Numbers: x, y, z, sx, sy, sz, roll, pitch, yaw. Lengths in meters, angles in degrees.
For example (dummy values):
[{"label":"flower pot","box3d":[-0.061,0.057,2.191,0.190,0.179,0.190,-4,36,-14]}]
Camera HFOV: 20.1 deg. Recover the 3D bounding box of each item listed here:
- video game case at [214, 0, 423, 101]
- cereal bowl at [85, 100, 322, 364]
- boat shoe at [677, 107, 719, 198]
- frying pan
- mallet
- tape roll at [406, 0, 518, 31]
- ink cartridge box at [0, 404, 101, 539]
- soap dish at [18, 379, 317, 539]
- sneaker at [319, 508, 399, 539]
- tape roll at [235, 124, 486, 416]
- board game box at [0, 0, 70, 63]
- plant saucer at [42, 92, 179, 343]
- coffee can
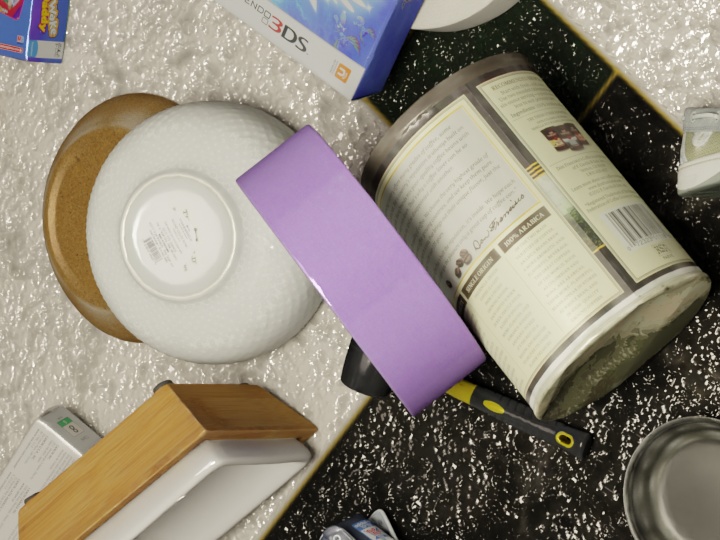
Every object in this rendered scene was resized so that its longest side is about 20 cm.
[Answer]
[{"label":"video game case","box3d":[-0.025,-0.252,1.436,0.181,0.045,0.201,37,121,19]},{"label":"cereal bowl","box3d":[-0.120,-0.027,1.522,0.199,0.083,0.202,1,94,17]},{"label":"boat shoe","box3d":[0.263,-0.094,1.267,0.202,0.074,0.065,154,113,-64]},{"label":"frying pan","box3d":[0.249,0.185,1.345,0.115,0.031,0.191,-39,75,29]},{"label":"mallet","box3d":[0.078,0.077,1.455,0.199,0.041,0.066,16,99,27]},{"label":"tape roll","box3d":[0.055,-0.270,1.449,0.202,0.037,0.204,1,93,34]},{"label":"ink cartridge box","box3d":[-0.219,0.233,1.664,0.200,0.050,0.161,38,113,6]},{"label":"soap dish","box3d":[-0.149,0.161,1.522,0.200,0.157,0.081,-40,70,21]},{"label":"sneaker","box3d":[0.042,0.219,1.462,0.199,0.070,0.109,-22,82,36]},{"label":"tape roll","box3d":[0.000,0.000,1.373,0.066,0.200,0.200,-38,70,0]},{"label":"board game box","box3d":[-0.328,-0.257,1.700,0.199,0.045,0.135,16,101,32]},{"label":"plant saucer","box3d":[-0.188,-0.041,1.623,0.199,0.035,0.202,2,93,33]},{"label":"coffee can","box3d":[0.115,-0.022,1.355,0.146,0.146,0.200,-47,68,26]}]
